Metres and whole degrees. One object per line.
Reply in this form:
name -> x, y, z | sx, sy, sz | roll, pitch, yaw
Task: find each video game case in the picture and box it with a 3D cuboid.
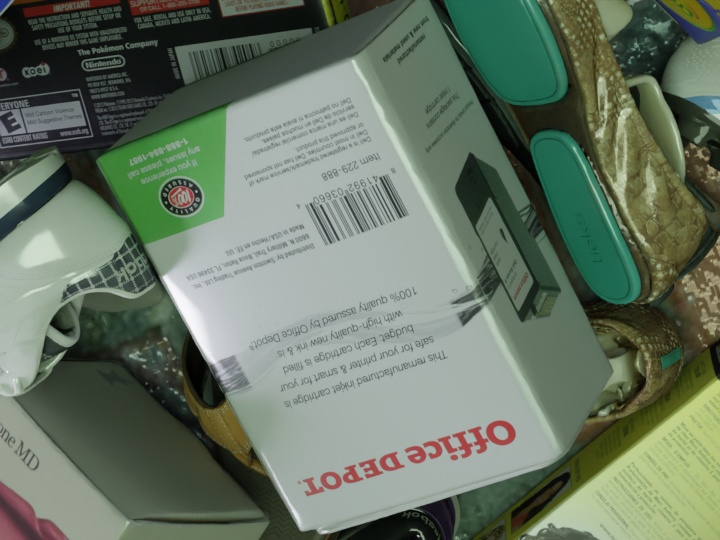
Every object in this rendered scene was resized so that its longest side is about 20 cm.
video game case -> -0.108, -0.147, 1.241 | 0.200, 0.026, 0.181 | -6, 111, 25

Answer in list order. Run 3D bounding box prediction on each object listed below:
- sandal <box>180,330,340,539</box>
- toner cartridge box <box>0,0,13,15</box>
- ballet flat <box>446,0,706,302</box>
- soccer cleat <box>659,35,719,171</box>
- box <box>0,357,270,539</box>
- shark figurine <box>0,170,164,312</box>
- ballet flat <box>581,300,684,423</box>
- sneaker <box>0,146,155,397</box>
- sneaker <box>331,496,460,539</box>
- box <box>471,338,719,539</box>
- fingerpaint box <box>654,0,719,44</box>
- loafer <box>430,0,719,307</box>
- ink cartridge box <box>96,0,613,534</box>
sandal -> -0.053, 0.042, 1.294 | 0.082, 0.055, 0.200 | 9, 110, 42
toner cartridge box -> -0.135, -0.198, 1.156 | 0.200, 0.095, 0.043 | -50, 139, -9
ballet flat -> 0.096, -0.082, 1.195 | 0.065, 0.071, 0.200 | -37, 115, -28
soccer cleat -> 0.234, -0.056, 1.256 | 0.200, 0.070, 0.086 | 32, 90, -10
box -> -0.160, 0.155, 1.296 | 0.128, 0.109, 0.200 | 43, 110, 30
shark figurine -> -0.218, 0.021, 1.303 | 0.214, 0.090, 0.128 | -32, 100, 10
ballet flat -> 0.054, 0.050, 1.297 | 0.200, 0.065, 0.071 | -12, 96, 9
sneaker -> -0.183, 0.033, 1.214 | 0.200, 0.076, 0.081 | -39, 101, 25
sneaker -> -0.029, 0.183, 1.333 | 0.076, 0.088, 0.200 | 34, 106, -6
box -> 0.127, 0.124, 1.325 | 0.200, 0.050, 0.075 | -42, 100, 13
fingerpaint box -> 0.140, -0.228, 1.176 | 0.200, 0.073, 0.167 | 44, 77, -8
loafer -> 0.095, -0.074, 1.269 | 0.063, 0.072, 0.200 | -41, 107, -6
ink cartridge box -> 0.000, 0.000, 1.200 | 0.146, 0.084, 0.200 | -19, 107, 30
